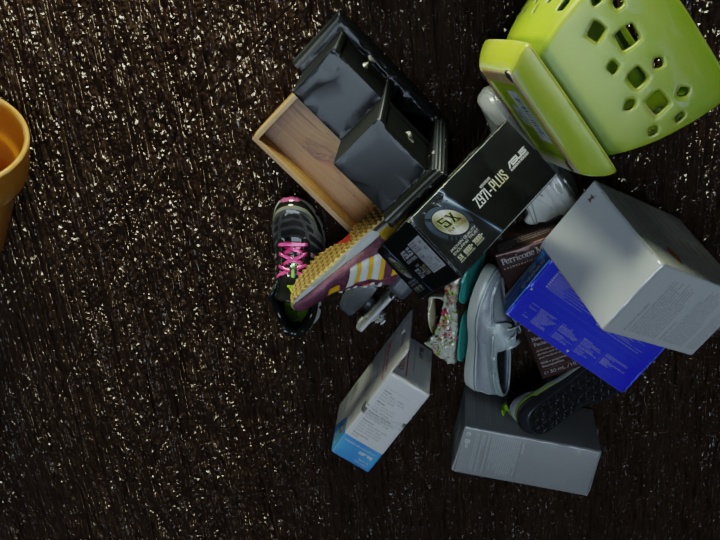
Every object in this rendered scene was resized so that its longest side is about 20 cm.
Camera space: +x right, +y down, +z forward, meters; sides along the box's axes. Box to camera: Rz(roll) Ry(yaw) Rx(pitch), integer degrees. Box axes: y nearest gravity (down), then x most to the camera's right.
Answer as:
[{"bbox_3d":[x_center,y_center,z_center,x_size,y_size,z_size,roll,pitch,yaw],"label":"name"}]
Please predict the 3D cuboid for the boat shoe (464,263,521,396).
[{"bbox_3d":[0.187,0.085,1.342,0.070,0.070,0.204,17,127,25],"label":"boat shoe"}]

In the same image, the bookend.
[{"bbox_3d":[0.005,-0.185,1.162,0.200,0.200,0.092,43,113,-14],"label":"bookend"}]

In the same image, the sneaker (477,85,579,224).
[{"bbox_3d":[0.192,-0.135,1.239,0.098,0.078,0.201,-28,108,25],"label":"sneaker"}]

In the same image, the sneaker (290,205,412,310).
[{"bbox_3d":[0.000,0.000,1.271,0.199,0.075,0.090,-40,110,8],"label":"sneaker"}]

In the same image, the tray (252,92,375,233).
[{"bbox_3d":[-0.035,-0.140,1.281,0.200,0.037,0.098,43,113,-14],"label":"tray"}]

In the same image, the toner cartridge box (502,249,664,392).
[{"bbox_3d":[0.289,0.064,1.265,0.198,0.043,0.095,34,112,-12],"label":"toner cartridge box"}]

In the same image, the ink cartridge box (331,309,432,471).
[{"bbox_3d":[0.042,0.169,1.381,0.066,0.116,0.201,31,116,-10],"label":"ink cartridge box"}]

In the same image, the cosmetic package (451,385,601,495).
[{"bbox_3d":[0.235,0.241,1.404,0.196,0.107,0.092,14,117,1],"label":"cosmetic package"}]

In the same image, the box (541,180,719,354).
[{"bbox_3d":[0.346,0.000,1.200,0.198,0.153,0.107,15,124,-39],"label":"box"}]

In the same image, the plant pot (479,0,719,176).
[{"bbox_3d":[0.253,-0.224,1.092,0.181,0.199,0.201,-39,106,3],"label":"plant pot"}]

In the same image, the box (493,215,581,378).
[{"bbox_3d":[0.256,0.034,1.316,0.099,0.075,0.203,-19,111,15],"label":"box"}]

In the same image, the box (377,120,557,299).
[{"bbox_3d":[0.117,-0.064,1.148,0.086,0.200,0.164,45,78,0],"label":"box"}]

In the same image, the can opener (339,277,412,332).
[{"bbox_3d":[0.049,0.007,1.336,0.066,0.053,0.200,40,113,-13],"label":"can opener"}]

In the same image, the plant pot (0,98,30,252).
[{"bbox_3d":[-0.530,-0.103,1.279,0.196,0.202,0.185,15,133,-2],"label":"plant pot"}]

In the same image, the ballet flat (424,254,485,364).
[{"bbox_3d":[0.124,0.034,1.335,0.063,0.075,0.204,19,115,23],"label":"ballet flat"}]

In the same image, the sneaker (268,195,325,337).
[{"bbox_3d":[-0.087,0.003,1.328,0.072,0.088,0.204,2,117,5],"label":"sneaker"}]

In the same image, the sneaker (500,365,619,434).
[{"bbox_3d":[0.285,0.152,1.373,0.197,0.083,0.073,-25,117,-12],"label":"sneaker"}]
